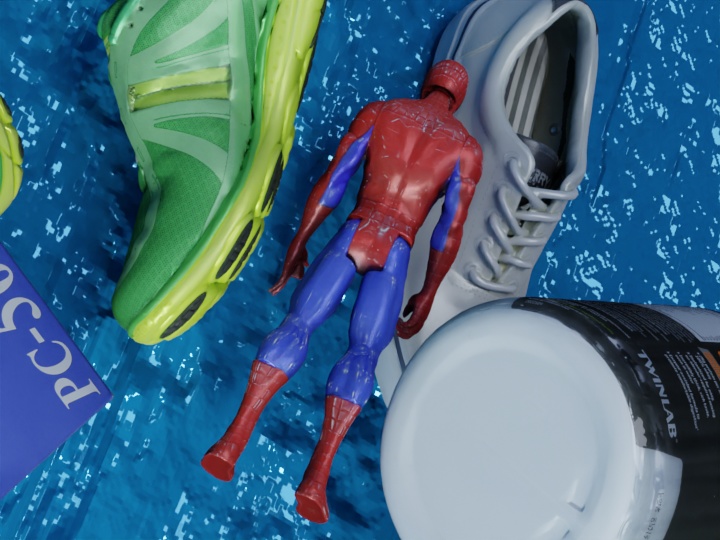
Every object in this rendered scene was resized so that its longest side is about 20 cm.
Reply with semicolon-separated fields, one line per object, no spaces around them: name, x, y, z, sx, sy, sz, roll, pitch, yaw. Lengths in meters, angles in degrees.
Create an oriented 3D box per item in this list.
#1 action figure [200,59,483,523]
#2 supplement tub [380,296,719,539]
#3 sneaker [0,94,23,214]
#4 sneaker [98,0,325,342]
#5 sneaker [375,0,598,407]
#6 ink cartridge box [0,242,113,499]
action figure;0.000;0.000;1.054;0.065;0.052;0.201;23;71;7
supplement tub;0.108;0.074;1.065;0.200;0.122;0.123;6;77;-56
sneaker;-0.197;-0.081;0.885;0.200;0.074;0.084;48;56;-16
sneaker;-0.066;-0.068;1.031;0.083;0.074;0.201;14;78;1
sneaker;0.054;-0.027;1.101;0.073;0.071;0.201;18;74;-31
ink cartridge box;-0.186;-0.003;0.949;0.094;0.044;0.200;-43;105;-32
